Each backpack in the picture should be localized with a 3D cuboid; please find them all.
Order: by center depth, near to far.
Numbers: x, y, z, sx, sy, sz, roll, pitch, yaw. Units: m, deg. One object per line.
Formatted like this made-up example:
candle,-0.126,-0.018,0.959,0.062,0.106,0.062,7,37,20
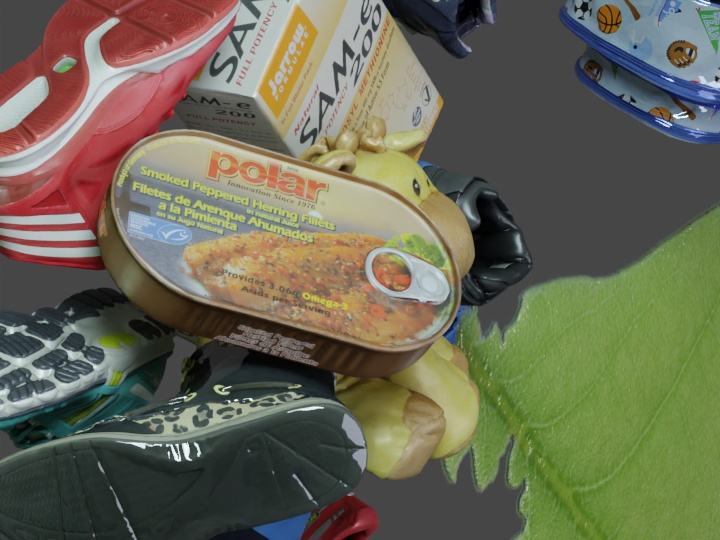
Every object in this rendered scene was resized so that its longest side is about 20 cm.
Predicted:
backpack,0.236,-0.182,1.997,0.190,0.199,0.155,2,112,-58

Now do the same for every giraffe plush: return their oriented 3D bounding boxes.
giraffe plush,0.000,0.000,1.572,0.173,0.199,0.163,-97,-148,-68

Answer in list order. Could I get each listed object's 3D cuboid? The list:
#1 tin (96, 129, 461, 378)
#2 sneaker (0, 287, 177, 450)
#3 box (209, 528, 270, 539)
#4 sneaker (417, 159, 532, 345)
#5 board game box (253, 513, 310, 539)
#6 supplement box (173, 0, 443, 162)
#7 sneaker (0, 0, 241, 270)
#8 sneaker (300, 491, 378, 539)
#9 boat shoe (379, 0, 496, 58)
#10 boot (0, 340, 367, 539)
tin,-0.043,-0.008,1.439,0.042,0.199,0.112,130,-29,-50
sneaker,-0.166,0.067,1.465,0.200,0.077,0.080,-13,123,-57
box,-0.122,0.210,1.545,0.200,0.079,0.142,21,98,-58
sneaker,0.060,0.015,1.805,0.077,0.111,0.201,-48,139,-42
board game box,-0.091,0.144,1.649,0.158,0.039,0.201,3,112,-54
supplement box,-0.032,-0.106,1.636,0.200,0.073,0.127,53,54,-53
sneaker,-0.138,-0.077,1.476,0.200,0.078,0.116,-37,141,-34
sneaker,-0.037,0.235,1.737,0.077,0.085,0.201,16,86,-60
boat shoe,0.028,-0.202,1.613,0.075,0.093,0.200,-52,154,-11
boot,-0.099,0.091,1.441,0.154,0.202,0.074,-100,179,-74
